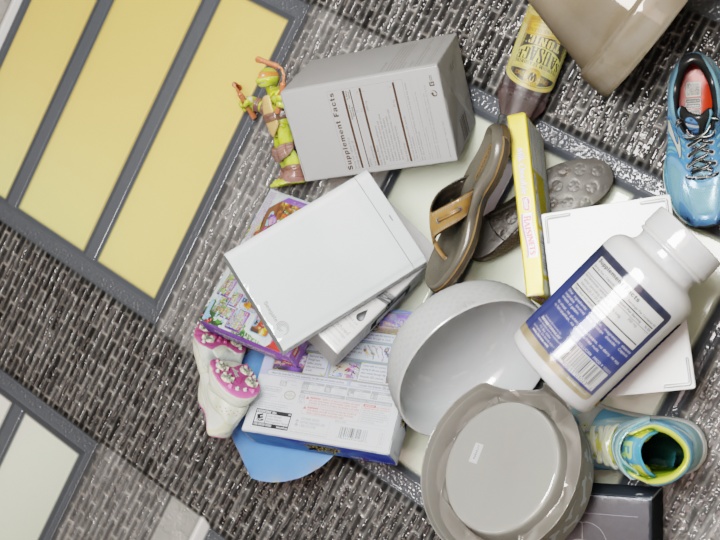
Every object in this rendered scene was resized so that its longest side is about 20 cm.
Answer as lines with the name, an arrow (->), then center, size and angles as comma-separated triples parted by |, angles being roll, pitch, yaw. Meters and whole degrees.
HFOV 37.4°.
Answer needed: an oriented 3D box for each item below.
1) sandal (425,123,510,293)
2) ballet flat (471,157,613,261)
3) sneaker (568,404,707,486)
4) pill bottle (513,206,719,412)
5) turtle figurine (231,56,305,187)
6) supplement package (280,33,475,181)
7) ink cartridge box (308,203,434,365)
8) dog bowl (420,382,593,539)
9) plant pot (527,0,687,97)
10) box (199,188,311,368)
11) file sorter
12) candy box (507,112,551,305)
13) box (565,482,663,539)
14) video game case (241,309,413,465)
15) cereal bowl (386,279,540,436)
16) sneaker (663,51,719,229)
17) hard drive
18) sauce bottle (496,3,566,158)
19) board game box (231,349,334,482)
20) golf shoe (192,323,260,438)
sandal -> 0.109, -0.073, 1.185 | 0.054, 0.082, 0.202 | 16, 113, -15
ballet flat -> 0.210, -0.069, 1.267 | 0.198, 0.046, 0.068 | -32, 71, 11
sneaker -> 0.274, 0.189, 1.168 | 0.197, 0.130, 0.081 | -3, 86, 22
pill bottle -> 0.258, 0.036, 1.064 | 0.200, 0.111, 0.111 | -46, 71, 11
turtle figurine -> -0.109, -0.192, 1.372 | 0.064, 0.199, 0.164 | -15, 99, -23
supplement package -> 0.024, -0.196, 1.286 | 0.197, 0.122, 0.121 | -5, 117, 22
ink cartridge box -> 0.000, 0.000, 1.277 | 0.116, 0.068, 0.200 | 43, 73, 9
dog bowl -> 0.161, 0.217, 1.144 | 0.198, 0.058, 0.203 | -23, 50, 30
plant pot -> 0.262, -0.322, 1.154 | 0.173, 0.200, 0.201 | 37, 100, 0
box -> -0.098, 0.007, 1.344 | 0.135, 0.039, 0.202 | 20, 70, 22
file sorter -> 0.290, 0.034, 1.177 | 0.137, 0.124, 0.203 | -8, 83, 20
candy box -> 0.195, -0.066, 1.192 | 0.026, 0.102, 0.203 | -7, 79, 17
box -> 0.255, 0.341, 1.176 | 0.146, 0.107, 0.203 | 0, 86, 23
video game case -> -0.027, 0.132, 1.304 | 0.197, 0.046, 0.184 | 6, 64, 23
cereal bowl -> 0.115, 0.090, 1.214 | 0.200, 0.199, 0.084 | -45, 42, 12
sneaker -> 0.368, -0.146, 1.179 | 0.077, 0.090, 0.203 | -7, 84, 21
hard drive -> -0.040, -0.012, 1.226 | 0.198, 0.027, 0.133 | -31, 79, -14
sauce bottle -> 0.204, -0.233, 1.267 | 0.065, 0.066, 0.203 | 19, 94, 22
board game box -> -0.090, 0.180, 1.356 | 0.157, 0.039, 0.201 | -34, 54, 0
golf shoe -> -0.183, 0.134, 1.346 | 0.074, 0.200, 0.093 | 16, 109, -20
